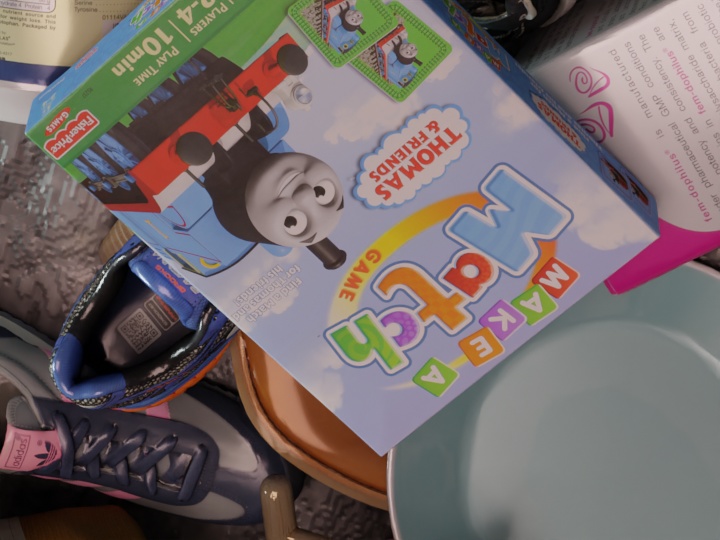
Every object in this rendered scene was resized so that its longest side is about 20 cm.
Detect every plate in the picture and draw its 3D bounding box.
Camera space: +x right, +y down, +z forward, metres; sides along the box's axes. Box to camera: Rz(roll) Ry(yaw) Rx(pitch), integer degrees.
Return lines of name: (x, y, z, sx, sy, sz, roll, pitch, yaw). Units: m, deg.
plate: (0.110, 0.089, 1.171, 0.200, 0.026, 0.200, 0, 95, -4)

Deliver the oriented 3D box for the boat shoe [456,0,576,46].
boat shoe: (0.045, -0.128, 1.043, 0.076, 0.200, 0.060, 41, 78, 13)

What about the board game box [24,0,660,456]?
board game box: (-0.005, -0.040, 1.034, 0.151, 0.037, 0.200, -40, 112, 20)

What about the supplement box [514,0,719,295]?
supplement box: (0.168, -0.088, 1.074, 0.200, 0.103, 0.101, -27, 103, 20)

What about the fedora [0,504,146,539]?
fedora: (-0.123, 0.169, 1.213, 0.082, 0.201, 0.201, -20, 106, -7)

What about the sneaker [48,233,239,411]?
sneaker: (-0.057, -0.007, 1.105, 0.075, 0.078, 0.200, 42, 111, 5)

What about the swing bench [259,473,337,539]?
swing bench: (-0.036, 0.223, 1.102, 0.130, 0.199, 0.200, 18, 115, 15)

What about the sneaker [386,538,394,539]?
sneaker: (-0.018, 0.198, 1.255, 0.200, 0.079, 0.095, -44, 69, 27)

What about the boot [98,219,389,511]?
boot: (0.000, 0.000, 1.166, 0.200, 0.074, 0.155, 42, 110, -7)

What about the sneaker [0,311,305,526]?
sneaker: (-0.127, 0.079, 1.219, 0.200, 0.082, 0.070, 18, 112, 6)

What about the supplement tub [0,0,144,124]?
supplement tub: (-0.115, -0.172, 1.087, 0.145, 0.145, 0.200, 8, 112, 11)
